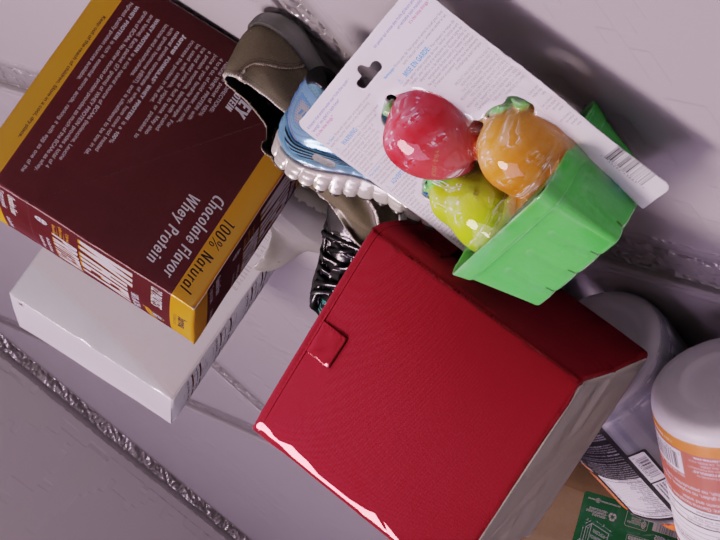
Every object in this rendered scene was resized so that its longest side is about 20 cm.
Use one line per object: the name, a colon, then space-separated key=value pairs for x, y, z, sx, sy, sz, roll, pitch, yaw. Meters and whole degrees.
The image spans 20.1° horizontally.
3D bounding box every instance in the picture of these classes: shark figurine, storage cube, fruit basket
shark figurine: x=-0.080 y=-0.049 z=1.703 sx=0.214 sy=0.090 sz=0.128 roll=34 pitch=-171 yaw=-21
storage cube: x=0.067 y=0.083 z=1.430 sx=0.180 sy=0.200 sz=0.171 roll=37 pitch=-163 yaw=17
fruit basket: x=0.077 y=-0.079 z=1.290 sx=0.200 sy=0.094 sz=0.185 roll=41 pitch=146 yaw=-2

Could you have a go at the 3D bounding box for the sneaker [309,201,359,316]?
sneaker: x=0.000 y=0.000 z=1.607 sx=0.075 sy=0.079 sz=0.200 roll=26 pitch=145 yaw=31

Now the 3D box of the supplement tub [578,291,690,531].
supplement tub: x=0.223 y=0.116 z=1.577 sx=0.122 sy=0.123 sz=0.200 roll=18 pitch=160 yaw=46

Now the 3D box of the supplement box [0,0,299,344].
supplement box: x=-0.160 y=-0.086 z=1.591 sx=0.200 sy=0.197 sz=0.133 roll=32 pitch=166 yaw=3

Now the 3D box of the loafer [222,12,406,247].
loafer: x=-0.038 y=-0.089 z=1.481 sx=0.200 sy=0.070 sz=0.075 roll=56 pitch=154 yaw=-17

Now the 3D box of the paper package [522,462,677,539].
paper package: x=0.173 y=0.217 z=1.747 sx=0.200 sy=0.104 sz=0.191 roll=16 pitch=173 yaw=-3

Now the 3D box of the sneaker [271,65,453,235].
sneaker: x=0.042 y=-0.086 z=1.386 sx=0.200 sy=0.090 sz=0.078 roll=15 pitch=-152 yaw=0

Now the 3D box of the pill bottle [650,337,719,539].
pill bottle: x=0.281 y=0.156 z=1.484 sx=0.112 sy=0.112 sz=0.200 roll=20 pitch=139 yaw=41

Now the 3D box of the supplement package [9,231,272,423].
supplement package: x=-0.208 y=0.009 z=2.002 sx=0.191 sy=0.200 sz=0.147 roll=33 pitch=166 yaw=3
